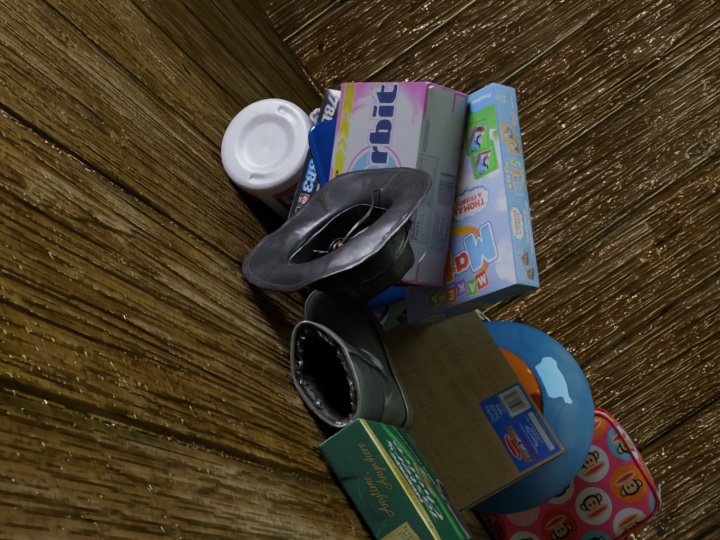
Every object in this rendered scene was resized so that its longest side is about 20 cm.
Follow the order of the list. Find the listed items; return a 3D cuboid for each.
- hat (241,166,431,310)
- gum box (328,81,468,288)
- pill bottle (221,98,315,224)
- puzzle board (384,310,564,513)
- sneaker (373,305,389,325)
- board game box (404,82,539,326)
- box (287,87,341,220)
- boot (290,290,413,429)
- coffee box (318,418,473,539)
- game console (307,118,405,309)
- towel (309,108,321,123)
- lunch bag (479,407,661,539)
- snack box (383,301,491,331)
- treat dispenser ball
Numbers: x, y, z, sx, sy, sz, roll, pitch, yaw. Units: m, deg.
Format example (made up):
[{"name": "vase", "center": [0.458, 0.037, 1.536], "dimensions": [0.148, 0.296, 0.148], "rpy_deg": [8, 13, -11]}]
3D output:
[{"name": "hat", "center": [-0.005, -0.016, 1.251], "dimensions": [0.081, 0.200, 0.201], "rpy_deg": [56, 5, -23]}, {"name": "gum box", "center": [0.030, -0.078, 1.335], "dimensions": [0.113, 0.201, 0.066], "rpy_deg": [6, -2, 43]}, {"name": "pill bottle", "center": [-0.074, -0.111, 1.597], "dimensions": [0.112, 0.111, 0.200], "rpy_deg": [58, 6, 24]}, {"name": "puzzle board", "center": [0.083, 0.133, 1.341], "dimensions": [0.200, 0.150, 0.017], "rpy_deg": [59, -8, 28]}, {"name": "sneaker", "center": [0.000, 0.000, 1.489], "dimensions": [0.200, 0.074, 0.088], "rpy_deg": [-59, 146, -62]}, {"name": "board game box", "center": [0.098, -0.061, 1.341], "dimensions": [0.036, 0.151, 0.201], "rpy_deg": [8, 69, -40]}, {"name": "box", "center": [-0.014, -0.077, 1.551], "dimensions": [0.049, 0.199, 0.200], "rpy_deg": [12, -10, 22]}, {"name": "boot", "center": [-0.025, 0.075, 1.249], "dimensions": [0.182, 0.072, 0.200], "rpy_deg": [56, 12, 21]}, {"name": "coffee box", "center": [0.035, 0.188, 1.155], "dimensions": [0.123, 0.044, 0.200], "rpy_deg": [57, 6, 16]}, {"name": "game console", "center": [0.033, -0.070, 1.478], "dimensions": [0.171, 0.118, 0.201], "rpy_deg": [-23, 98, -83]}, {"name": "towel", "center": [-0.033, -0.087, 1.792], "dimensions": [0.166, 0.085, 0.201], "rpy_deg": [82, -14, -57]}, {"name": "lunch bag", "center": [0.251, 0.277, 1.631], "dimensions": [0.177, 0.200, 0.082], "rpy_deg": [58, 8, 5]}, {"name": "snack box", "center": [0.108, 0.101, 1.561], "dimensions": [0.200, 0.116, 0.037], "rpy_deg": [41, 14, -3]}, {"name": "treat dispenser ball", "center": [0.144, 0.153, 1.445], "dimensions": [0.201, 0.200, 0.201], "rpy_deg": [54, 6, -9]}]
